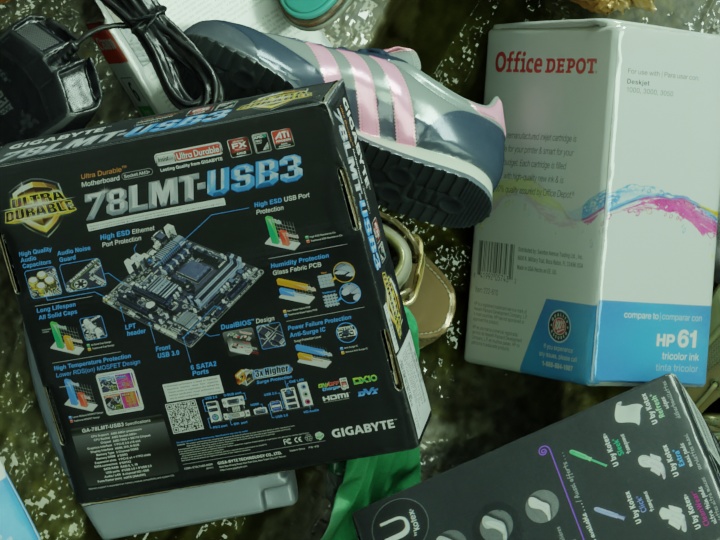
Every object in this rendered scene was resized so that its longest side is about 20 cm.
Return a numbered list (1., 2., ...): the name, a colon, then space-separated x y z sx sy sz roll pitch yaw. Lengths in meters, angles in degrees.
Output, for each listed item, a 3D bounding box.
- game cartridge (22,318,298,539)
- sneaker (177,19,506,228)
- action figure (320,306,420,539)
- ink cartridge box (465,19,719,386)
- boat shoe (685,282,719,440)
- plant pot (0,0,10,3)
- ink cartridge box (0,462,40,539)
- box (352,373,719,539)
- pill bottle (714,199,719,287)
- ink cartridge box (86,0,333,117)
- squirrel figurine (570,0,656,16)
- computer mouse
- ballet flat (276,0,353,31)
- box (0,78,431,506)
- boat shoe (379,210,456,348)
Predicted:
1. game cartridge: -0.118 0.046 1.559 0.133 0.042 0.201 -9 99 11
2. sneaker: -0.009 -0.099 1.555 0.200 0.070 0.082 28 55 -13
3. action figure: 0.002 0.089 1.563 0.118 0.055 0.201 -42 146 -46
4. ink cartridge box: 0.134 -0.040 1.593 0.084 0.144 0.201 2 93 -28
5. boat shoe: 0.219 0.061 1.620 0.073 0.201 0.063 -22 63 -40
6. plant pot: -0.225 -0.243 1.442 0.199 0.140 0.201 0 88 5
7. ink cartridge box: -0.286 0.092 1.506 0.144 0.085 0.201 -29 103 -15
8. box: 0.115 0.158 1.548 0.199 0.122 0.106 -24 61 8
9. pill bottle: 0.277 -0.002 1.669 0.116 0.116 0.200 -42 105 -12
10. ink cartridge box: -0.090 -0.140 1.576 0.109 0.050 0.200 -34 102 -13
11. squirrel figurine: 0.129 -0.250 1.600 0.186 0.141 0.201 -9 107 -39
12. computer mouse: -0.164 -0.074 1.522 0.200 0.046 0.140 -44 77 9
13. ballet flat: -0.007 -0.224 1.573 0.067 0.064 0.201 -2 75 24
14. box: -0.081 0.014 1.476 0.199 0.050 0.199 -11 107 15
15. boat shoe: 0.000 0.000 1.563 0.200 0.066 0.074 24 67 -50
